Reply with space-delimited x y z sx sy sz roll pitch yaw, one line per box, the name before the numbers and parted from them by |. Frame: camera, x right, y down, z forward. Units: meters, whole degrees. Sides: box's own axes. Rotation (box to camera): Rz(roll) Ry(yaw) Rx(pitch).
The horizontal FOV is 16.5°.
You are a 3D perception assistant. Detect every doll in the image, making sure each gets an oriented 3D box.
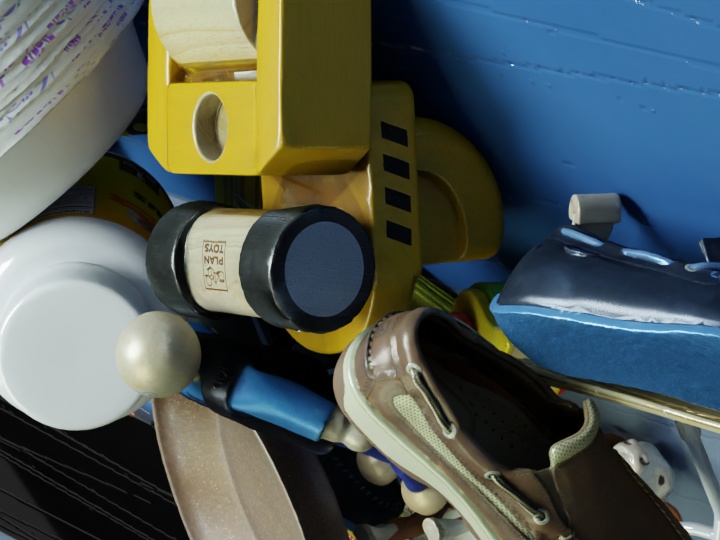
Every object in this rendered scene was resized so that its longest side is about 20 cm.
doll | -0.035 0.062 1.188 0.200 0.049 0.136 27 180 -41

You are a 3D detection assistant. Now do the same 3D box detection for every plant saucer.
plant saucer | -0.051 0.127 1.322 0.201 0.037 0.201 51 153 39

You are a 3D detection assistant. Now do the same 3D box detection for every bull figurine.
bull figurine | 0.075 0.136 1.287 0.200 0.121 0.065 -28 78 56

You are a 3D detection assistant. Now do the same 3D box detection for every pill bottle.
pill bottle | -0.145 0.011 1.292 0.109 0.109 0.200 52 -173 -17

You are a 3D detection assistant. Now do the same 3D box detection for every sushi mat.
sushi mat | 0.164 0.061 1.101 0.199 0.095 0.012 15 103 48

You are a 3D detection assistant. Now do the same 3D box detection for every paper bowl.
paper bowl | -0.187 -0.088 1.261 0.104 0.201 0.200 49 156 -17

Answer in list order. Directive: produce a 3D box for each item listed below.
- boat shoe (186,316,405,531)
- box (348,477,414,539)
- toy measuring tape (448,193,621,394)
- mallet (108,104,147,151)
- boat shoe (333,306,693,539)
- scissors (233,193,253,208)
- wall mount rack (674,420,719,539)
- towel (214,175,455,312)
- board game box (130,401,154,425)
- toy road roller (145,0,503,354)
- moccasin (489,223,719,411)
boat shoe | -0.038 0.055 1.383 0.200 0.069 0.084 50 -163 6
box | 0.078 0.186 1.445 0.200 0.038 0.137 45 141 -2
toy measuring tape | 0.078 0.015 1.194 0.073 0.074 0.200 36 139 16
mallet | -0.138 -0.089 1.390 0.066 0.041 0.200 48 152 -17
boat shoe | 0.082 0.090 1.100 0.202 0.075 0.075 35 143 -10
scissors | -0.020 0.003 1.270 0.200 0.014 0.073 49 176 34
wall mount rack | 0.208 0.149 1.158 0.199 0.074 0.175 14 111 29
towel | 0.000 0.000 1.337 0.200 0.018 0.086 38 159 14
board game box | -0.115 0.056 1.535 0.199 0.062 0.200 33 165 4
toy road roller | -0.014 -0.062 1.165 0.123 0.145 0.201 4 98 56
moccasin | 0.145 0.013 1.035 0.199 0.068 0.081 15 152 32
